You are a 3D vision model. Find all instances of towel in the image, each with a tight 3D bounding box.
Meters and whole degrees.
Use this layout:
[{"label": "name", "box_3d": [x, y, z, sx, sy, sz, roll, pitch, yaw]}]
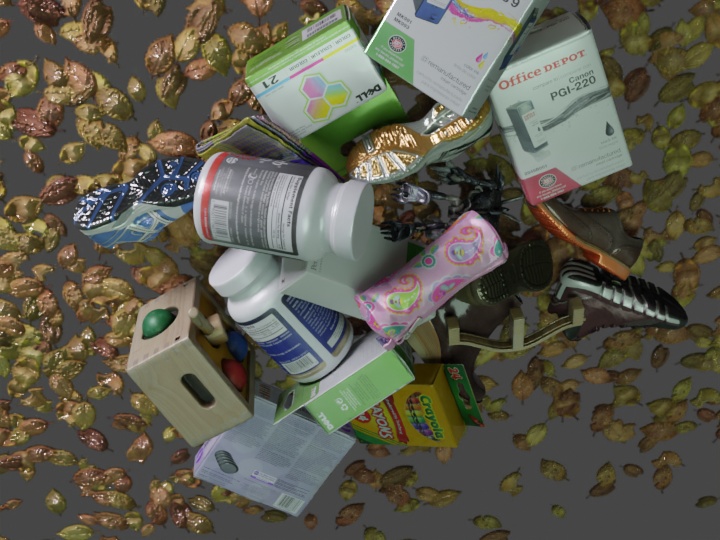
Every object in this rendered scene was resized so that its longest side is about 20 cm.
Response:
[{"label": "towel", "box_3d": [-0.104, -0.123, 1.288, 0.200, 0.023, 0.143, 36, 147, -30]}]

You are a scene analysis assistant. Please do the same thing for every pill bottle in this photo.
[{"label": "pill bottle", "box_3d": [-0.109, 0.051, 1.383, 0.116, 0.116, 0.200, -33, 118, 14]}, {"label": "pill bottle", "box_3d": [-0.091, -0.074, 1.222, 0.199, 0.116, 0.116, 10, 121, 13]}]

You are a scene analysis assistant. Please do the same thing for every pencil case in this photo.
[{"label": "pencil case", "box_3d": [0.089, 0.012, 1.256, 0.200, 0.087, 0.088, -38, 118, -2]}]

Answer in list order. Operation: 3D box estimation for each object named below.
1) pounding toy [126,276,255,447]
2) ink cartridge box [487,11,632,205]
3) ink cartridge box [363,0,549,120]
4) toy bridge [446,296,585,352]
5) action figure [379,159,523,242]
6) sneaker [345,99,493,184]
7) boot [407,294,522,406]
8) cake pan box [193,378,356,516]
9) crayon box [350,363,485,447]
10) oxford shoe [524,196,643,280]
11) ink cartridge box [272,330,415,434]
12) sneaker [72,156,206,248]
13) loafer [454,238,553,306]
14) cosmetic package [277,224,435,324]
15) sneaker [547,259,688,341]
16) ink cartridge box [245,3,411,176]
[{"label": "pounding toy", "box_3d": [-0.221, 0.107, 1.366, 0.142, 0.184, 0.200, -28, 119, 11]}, {"label": "ink cartridge box", "box_3d": [0.246, -0.205, 1.282, 0.145, 0.085, 0.201, -22, 118, 8]}, {"label": "ink cartridge box", "box_3d": [0.120, -0.298, 1.168, 0.145, 0.087, 0.200, 36, 103, 10]}, {"label": "toy bridge", "box_3d": [0.220, 0.083, 1.416, 0.199, 0.027, 0.067, -8, 131, -3]}, {"label": "action figure", "box_3d": [0.121, -0.087, 1.334, 0.199, 0.102, 0.119, -4, 111, -38]}, {"label": "sneaker", "box_3d": [0.081, -0.155, 1.284, 0.199, 0.076, 0.088, -23, 161, 13]}, {"label": "boot", "box_3d": [0.169, 0.096, 1.458, 0.166, 0.072, 0.200, -35, 114, 17]}, {"label": "cake pan box", "box_3d": [-0.129, 0.277, 1.553, 0.199, 0.052, 0.184, 25, 117, -18]}, {"label": "crayon box", "box_3d": [0.070, 0.196, 1.472, 0.199, 0.051, 0.127, -4, 125, 30]}, {"label": "oxford shoe", "box_3d": [0.309, -0.065, 1.389, 0.200, 0.071, 0.073, 32, 94, -26]}, {"label": "ink cartridge box", "box_3d": [-0.022, 0.160, 1.395, 0.200, 0.104, 0.059, -35, 105, 11]}, {"label": "sneaker", "box_3d": [-0.273, -0.088, 1.323, 0.199, 0.076, 0.077, -17, 146, 3]}, {"label": "loafer", "box_3d": [0.195, 0.001, 1.370, 0.067, 0.200, 0.076, -2, 97, 41]}, {"label": "cosmetic package", "box_3d": [0.000, 0.000, 1.340, 0.199, 0.108, 0.085, 19, 152, -27]}, {"label": "sneaker", "box_3d": [0.365, 0.065, 1.466, 0.199, 0.076, 0.116, 21, 122, -5]}, {"label": "ink cartridge box", "box_3d": [-0.030, -0.205, 1.261, 0.147, 0.076, 0.200, -28, 118, 11]}]
